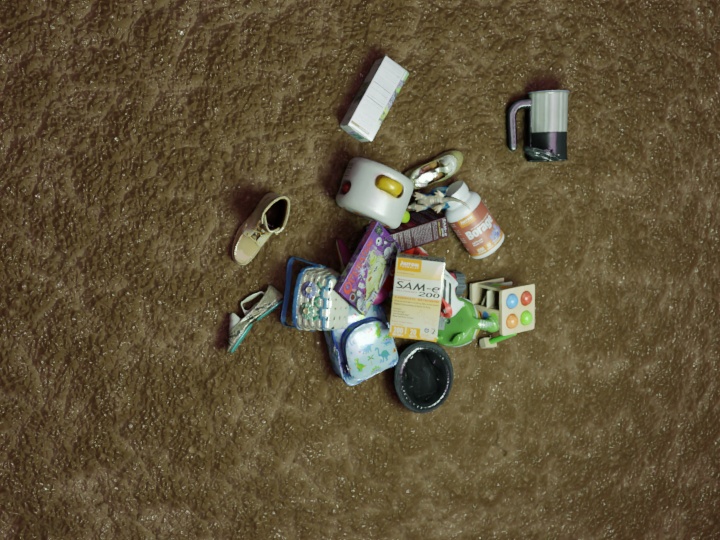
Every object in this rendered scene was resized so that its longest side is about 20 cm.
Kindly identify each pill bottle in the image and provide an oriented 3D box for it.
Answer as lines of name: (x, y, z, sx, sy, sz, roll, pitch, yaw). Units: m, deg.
pill bottle: (0.301, -0.141, 1.755, 0.112, 0.112, 0.201, -41, 109, -8)

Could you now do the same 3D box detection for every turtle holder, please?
turtle holder: (0.279, 0.134, 1.762, 0.130, 0.184, 0.144, 10, 54, -51)

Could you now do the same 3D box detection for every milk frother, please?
milk frother: (0.506, -0.393, 1.742, 0.176, 0.200, 0.193, -5, 100, -14)

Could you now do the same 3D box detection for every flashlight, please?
flashlight: (0.193, 0.037, 1.774, 0.195, 0.069, 0.069, -2, 143, -15)

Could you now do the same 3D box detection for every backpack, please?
backpack: (0.003, 0.180, 1.685, 0.180, 0.146, 0.204, -20, 99, -19)

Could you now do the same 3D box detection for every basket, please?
basket: (-0.121, 0.064, 1.603, 0.137, 0.197, 0.181, 2, 94, -46)

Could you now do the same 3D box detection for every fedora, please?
fedora: (0.165, 0.290, 1.786, 0.196, 0.091, 0.206, -3, 99, -18)

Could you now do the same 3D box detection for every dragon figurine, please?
dragon figurine: (0.202, -0.187, 1.679, 0.099, 0.196, 0.060, -28, 113, -60)

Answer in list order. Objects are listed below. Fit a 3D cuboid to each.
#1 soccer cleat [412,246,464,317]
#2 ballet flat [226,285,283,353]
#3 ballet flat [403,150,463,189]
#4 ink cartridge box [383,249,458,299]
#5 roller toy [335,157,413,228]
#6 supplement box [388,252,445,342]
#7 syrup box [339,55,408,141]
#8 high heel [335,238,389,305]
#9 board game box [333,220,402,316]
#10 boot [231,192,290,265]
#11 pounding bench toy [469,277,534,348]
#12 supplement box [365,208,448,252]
soccer cleat: (0.200, 0.026, 1.664, 0.084, 0.068, 0.203, -25, 85, -31)
ballet flat: (-0.285, 0.116, 1.627, 0.075, 0.068, 0.200, 44, 77, 2)
ballet flat: (0.206, -0.270, 1.727, 0.197, 0.071, 0.072, -24, 105, -14)
ink cartridge box: (0.141, 0.021, 1.705, 0.200, 0.047, 0.160, 46, 67, 2)
roller toy: (0.037, -0.202, 1.615, 0.179, 0.199, 0.143, 22, 90, 22)
supplement box: (0.140, 0.065, 1.588, 0.123, 0.074, 0.205, 5, 102, 5)
syrup box: (0.034, -0.437, 1.635, 0.080, 0.079, 0.203, 29, 89, -21)
high heel: (0.000, 0.000, 1.667, 0.094, 0.068, 0.204, -16, 74, -13)
board game box: (0.021, -0.005, 1.567, 0.120, 0.032, 0.203, 41, 71, -36)
boot: (-0.242, -0.097, 1.552, 0.072, 0.155, 0.202, 35, 87, -20)
pounding bench toy: (0.405, 0.138, 1.800, 0.122, 0.155, 0.205, -8, 102, -29)
supplement box: (0.125, -0.103, 1.699, 0.196, 0.109, 0.062, -19, 115, -15)
